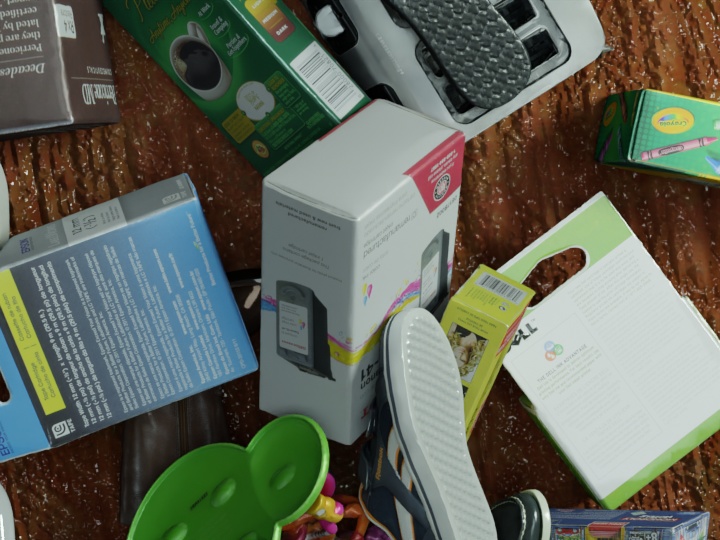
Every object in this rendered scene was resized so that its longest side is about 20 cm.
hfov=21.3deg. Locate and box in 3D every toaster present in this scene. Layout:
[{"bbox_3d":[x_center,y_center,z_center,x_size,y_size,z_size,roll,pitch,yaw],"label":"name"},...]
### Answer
[{"bbox_3d":[0.073,-0.194,1.432,0.200,0.119,0.181,-32,96,-3],"label":"toaster"}]

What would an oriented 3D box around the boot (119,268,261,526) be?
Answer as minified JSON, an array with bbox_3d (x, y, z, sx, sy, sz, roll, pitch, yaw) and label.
[{"bbox_3d":[-0.100,0.103,1.461,0.186,0.064,0.200,-6,96,-4],"label":"boot"}]

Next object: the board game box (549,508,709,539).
[{"bbox_3d":[0.170,0.282,1.437,0.200,0.062,0.200,-5,93,37],"label":"board game box"}]

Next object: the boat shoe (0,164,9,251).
[{"bbox_3d":[-0.293,-0.015,1.391,0.068,0.200,0.072,10,52,5],"label":"boat shoe"}]

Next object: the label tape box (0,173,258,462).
[{"bbox_3d":[-0.190,0.035,1.363,0.200,0.066,0.144,-20,114,-4],"label":"label tape box"}]

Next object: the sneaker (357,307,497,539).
[{"bbox_3d":[0.033,0.127,1.362,0.079,0.078,0.200,-7,101,35],"label":"sneaker"}]

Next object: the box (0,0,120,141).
[{"bbox_3d":[-0.278,-0.191,1.363,0.164,0.166,0.200,-8,94,5],"label":"box"}]

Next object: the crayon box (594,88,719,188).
[{"bbox_3d":[0.290,-0.090,1.457,0.200,0.119,0.058,11,92,-6],"label":"crayon box"}]

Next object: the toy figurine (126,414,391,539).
[{"bbox_3d":[-0.043,0.211,1.419,0.200,0.150,0.184,-44,135,15],"label":"toy figurine"}]

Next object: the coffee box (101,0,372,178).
[{"bbox_3d":[-0.094,-0.164,1.416,0.200,0.123,0.044,46,56,-5],"label":"coffee box"}]

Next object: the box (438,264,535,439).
[{"bbox_3d":[0.064,0.098,1.424,0.050,0.075,0.200,26,117,11],"label":"box"}]

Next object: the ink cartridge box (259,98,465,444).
[{"bbox_3d":[0.000,0.000,1.376,0.086,0.148,0.200,21,130,26],"label":"ink cartridge box"}]

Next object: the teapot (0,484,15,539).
[{"bbox_3d":[-0.324,0.274,1.405,0.146,0.198,0.200,33,54,29],"label":"teapot"}]

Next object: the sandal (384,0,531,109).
[{"bbox_3d":[0.047,-0.202,1.351,0.075,0.048,0.201,-32,108,-4],"label":"sandal"}]

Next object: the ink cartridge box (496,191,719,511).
[{"bbox_3d":[0.185,0.060,1.478,0.148,0.076,0.200,-37,94,-2],"label":"ink cartridge box"}]

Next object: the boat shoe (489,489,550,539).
[{"bbox_3d":[0.071,0.232,1.433,0.066,0.075,0.199,11,137,-27],"label":"boat shoe"}]
